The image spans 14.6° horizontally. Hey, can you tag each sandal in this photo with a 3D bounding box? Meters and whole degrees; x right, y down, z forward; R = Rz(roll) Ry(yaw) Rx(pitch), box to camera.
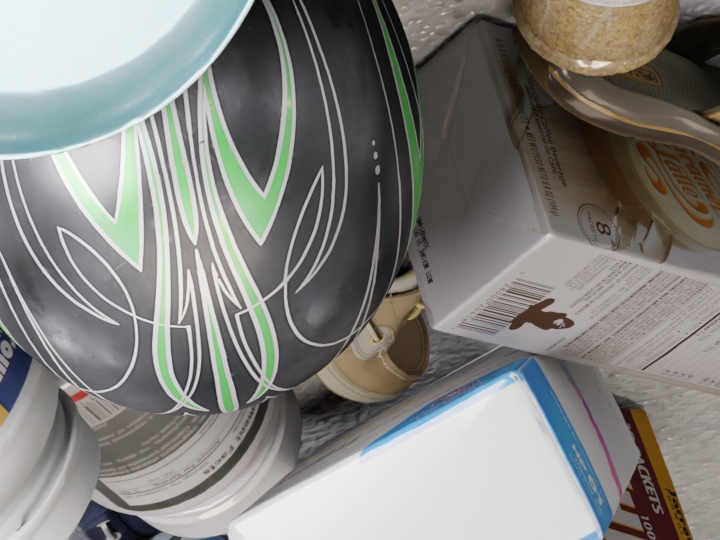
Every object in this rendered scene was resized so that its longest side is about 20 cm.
[{"bbox_3d":[0.153,-0.083,1.189,0.199,0.082,0.055,17,119,-30],"label":"sandal"}]

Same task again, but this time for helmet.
[{"bbox_3d":[-0.067,-0.048,1.023,0.199,0.191,0.200,-9,151,-5],"label":"helmet"}]

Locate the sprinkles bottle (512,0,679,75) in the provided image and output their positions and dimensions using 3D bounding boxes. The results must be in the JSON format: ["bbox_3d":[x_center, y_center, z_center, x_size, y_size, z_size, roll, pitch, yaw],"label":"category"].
[{"bbox_3d":[0.096,-0.151,1.030,0.068,0.068,0.200,-8,151,-7],"label":"sprinkles bottle"}]

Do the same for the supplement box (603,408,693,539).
[{"bbox_3d":[0.047,0.168,1.478,0.200,0.133,0.197,-30,159,29],"label":"supplement box"}]

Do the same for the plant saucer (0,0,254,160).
[{"bbox_3d":[-0.119,-0.136,0.898,0.200,0.201,0.027,-20,-170,15],"label":"plant saucer"}]

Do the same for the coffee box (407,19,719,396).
[{"bbox_3d":[0.113,-0.022,1.221,0.200,0.115,0.080,13,139,-40],"label":"coffee box"}]

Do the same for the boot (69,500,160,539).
[{"bbox_3d":[-0.130,0.091,1.392,0.090,0.073,0.200,-18,160,-4],"label":"boot"}]

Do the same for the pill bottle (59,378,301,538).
[{"bbox_3d":[-0.105,0.041,1.251,0.114,0.114,0.200,-19,151,13],"label":"pill bottle"}]

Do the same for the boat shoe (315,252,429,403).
[{"bbox_3d":[0.000,0.000,1.259,0.069,0.074,0.200,-14,151,16],"label":"boat shoe"}]

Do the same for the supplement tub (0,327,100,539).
[{"bbox_3d":[-0.204,0.035,1.060,0.144,0.145,0.200,-25,122,23],"label":"supplement tub"}]

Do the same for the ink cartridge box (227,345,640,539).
[{"bbox_3d":[0.039,0.097,1.253,0.144,0.085,0.200,-29,-179,12],"label":"ink cartridge box"}]

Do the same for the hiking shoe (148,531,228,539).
[{"bbox_3d":[-0.112,0.185,1.387,0.199,0.087,0.075,-17,127,9],"label":"hiking shoe"}]
